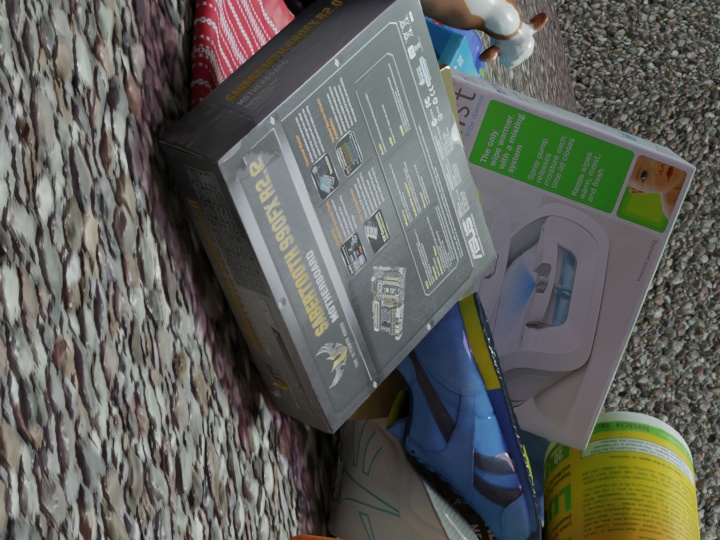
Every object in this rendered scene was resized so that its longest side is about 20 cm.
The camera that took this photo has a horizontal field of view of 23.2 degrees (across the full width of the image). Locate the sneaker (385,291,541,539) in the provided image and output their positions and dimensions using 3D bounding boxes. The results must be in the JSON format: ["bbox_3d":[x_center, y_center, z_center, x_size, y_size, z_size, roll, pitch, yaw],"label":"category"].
[{"bbox_3d":[0.061,0.102,1.083,0.066,0.078,0.201,-102,172,-55],"label":"sneaker"}]

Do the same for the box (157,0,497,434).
[{"bbox_3d":[-0.010,-0.036,0.953,0.158,0.048,0.201,-45,134,-26],"label":"box"}]

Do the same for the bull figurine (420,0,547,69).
[{"bbox_3d":[0.060,-0.233,1.409,0.199,0.065,0.121,28,10,-38],"label":"bull figurine"}]

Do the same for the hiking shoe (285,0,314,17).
[{"bbox_3d":[-0.035,-0.254,1.143,0.101,0.075,0.202,-83,162,-62],"label":"hiking shoe"}]

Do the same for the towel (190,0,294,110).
[{"bbox_3d":[-0.066,-0.112,1.025,0.145,0.022,0.201,64,21,-54],"label":"towel"}]

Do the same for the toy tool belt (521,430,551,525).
[{"bbox_3d":[0.115,0.153,1.377,0.201,0.125,0.123,-56,165,14],"label":"toy tool belt"}]

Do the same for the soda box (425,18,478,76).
[{"bbox_3d":[0.053,-0.151,1.433,0.068,0.064,0.200,-64,169,-2],"label":"soda box"}]

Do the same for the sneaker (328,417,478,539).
[{"bbox_3d":[0.009,0.136,1.114,0.070,0.080,0.201,42,15,-37],"label":"sneaker"}]

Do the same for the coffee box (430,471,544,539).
[{"bbox_3d":[0.076,0.206,1.257,0.080,0.113,0.201,-86,163,-46],"label":"coffee box"}]

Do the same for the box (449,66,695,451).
[{"bbox_3d":[0.096,-0.012,1.154,0.097,0.175,0.202,-107,-142,-78],"label":"box"}]

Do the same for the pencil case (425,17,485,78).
[{"bbox_3d":[0.062,-0.232,1.578,0.078,0.086,0.201,61,-3,36],"label":"pencil case"}]

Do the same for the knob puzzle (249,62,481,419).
[{"bbox_3d":[0.000,0.000,1.042,0.219,0.030,0.222,-22,121,-43],"label":"knob puzzle"}]

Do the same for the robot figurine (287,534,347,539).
[{"bbox_3d":[0.005,0.225,0.903,0.144,0.116,0.201,-118,-173,-51],"label":"robot figurine"}]

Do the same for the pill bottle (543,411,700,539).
[{"bbox_3d":[0.184,0.207,1.226,0.201,0.110,0.112,-84,162,-48],"label":"pill bottle"}]
